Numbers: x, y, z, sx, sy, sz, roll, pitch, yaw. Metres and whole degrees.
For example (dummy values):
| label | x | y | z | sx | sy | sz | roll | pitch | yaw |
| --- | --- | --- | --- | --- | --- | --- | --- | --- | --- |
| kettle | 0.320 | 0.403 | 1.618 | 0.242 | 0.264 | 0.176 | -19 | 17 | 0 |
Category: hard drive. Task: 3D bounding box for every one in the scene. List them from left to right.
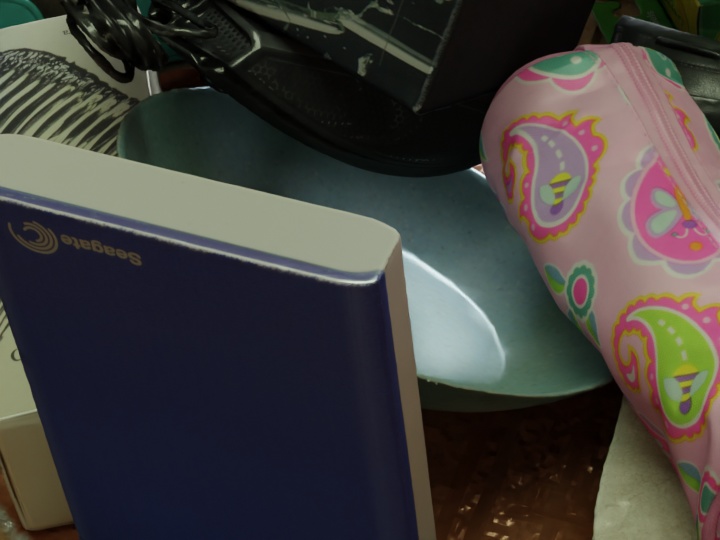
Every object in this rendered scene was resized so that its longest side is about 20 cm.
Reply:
| label | x | y | z | sx | sy | sz | roll | pitch | yaw |
| --- | --- | --- | --- | --- | --- | --- | --- | --- | --- |
| hard drive | -0.043 | 0.047 | 0.721 | 0.131 | 0.201 | 0.025 | 14 | 52 | 18 |

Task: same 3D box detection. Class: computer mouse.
| label | x | y | z | sx | sy | sz | roll | pitch | yaw |
| --- | --- | --- | --- | --- | --- | --- | --- | --- | --- |
| computer mouse | -0.024 | -0.077 | 0.848 | 0.199 | 0.053 | 0.139 | 13 | 25 | -19 |

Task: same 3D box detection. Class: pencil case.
| label | x | y | z | sx | sy | sz | roll | pitch | yaw |
| --- | --- | --- | --- | --- | --- | --- | --- | --- | --- |
| pencil case | 0.112 | 0.007 | 0.769 | 0.087 | 0.088 | 0.200 | -19 | 47 | -10 |

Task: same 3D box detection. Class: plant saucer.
| label | x | y | z | sx | sy | sz | roll | pitch | yaw |
| --- | --- | --- | --- | --- | --- | --- | --- | --- | --- |
| plant saucer | 0.000 | 0.000 | 0.824 | 0.200 | 0.039 | 0.201 | 21 | 24 | -10 |

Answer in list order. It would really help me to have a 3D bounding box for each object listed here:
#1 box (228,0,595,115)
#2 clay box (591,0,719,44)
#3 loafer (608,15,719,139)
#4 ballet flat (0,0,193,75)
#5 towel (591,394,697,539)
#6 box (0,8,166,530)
| label | x | y | z | sx | sy | sz | roll | pitch | yaw |
| --- | --- | --- | --- | --- | --- | --- | --- | --- | --- |
| box | 0.006 | -0.194 | 0.805 | 0.196 | 0.201 | 0.124 | 32 | 28 | 21 |
| clay box | 0.191 | -0.146 | 0.962 | 0.199 | 0.048 | 0.115 | -14 | 47 | -7 |
| loafer | 0.189 | -0.065 | 0.869 | 0.199 | 0.068 | 0.071 | 4 | 89 | 13 |
| ballet flat | -0.124 | -0.103 | 0.963 | 0.199 | 0.070 | 0.070 | -9 | 48 | -3 |
| towel | 0.158 | 0.053 | 0.804 | 0.132 | 0.035 | 0.201 | 10 | 50 | 14 |
| box | -0.104 | -0.006 | 0.863 | 0.082 | 0.069 | 0.201 | -13 | 48 | -3 |
